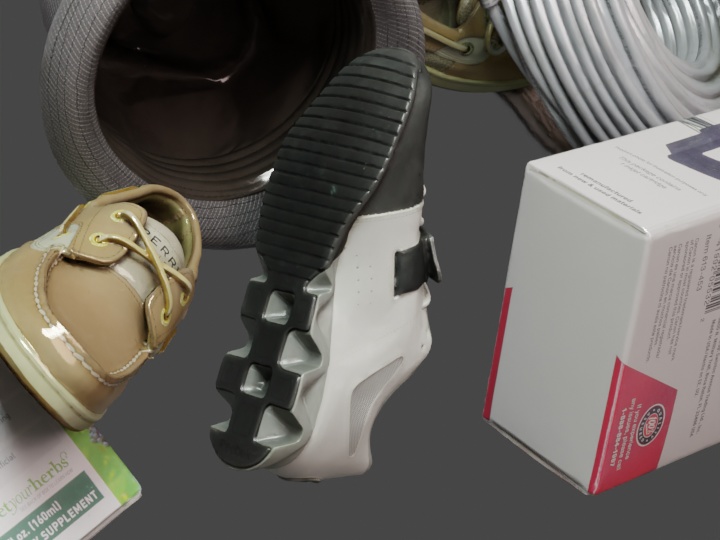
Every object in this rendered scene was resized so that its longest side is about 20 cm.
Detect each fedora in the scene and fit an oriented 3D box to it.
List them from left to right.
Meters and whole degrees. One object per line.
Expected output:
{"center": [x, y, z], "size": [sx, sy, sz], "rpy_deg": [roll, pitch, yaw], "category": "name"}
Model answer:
{"center": [-0.073, -0.109, 0.916], "size": [0.199, 0.177, 0.090], "rpy_deg": [23, 17, -48], "category": "fedora"}

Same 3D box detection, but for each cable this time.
{"center": [0.142, -0.142, 1.068], "size": [0.201, 0.069, 0.200], "rpy_deg": [60, 33, -13], "category": "cable"}

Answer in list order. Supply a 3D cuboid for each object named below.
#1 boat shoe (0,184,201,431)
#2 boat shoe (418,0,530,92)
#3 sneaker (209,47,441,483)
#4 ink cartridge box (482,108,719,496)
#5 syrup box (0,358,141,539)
{"center": [-0.102, 0.003, 0.804], "size": [0.074, 0.066, 0.200], "rpy_deg": [52, 9, -13], "category": "boat shoe"}
{"center": [0.030, -0.150, 1.038], "size": [0.199, 0.063, 0.074], "rpy_deg": [19, 57, -26], "category": "boat shoe"}
{"center": [0.000, 0.000, 0.914], "size": [0.088, 0.074, 0.202], "rpy_deg": [18, 92, -40], "category": "sneaker"}
{"center": [0.167, 0.006, 0.991], "size": [0.199, 0.146, 0.084], "rpy_deg": [-17, 37, -38], "category": "ink cartridge box"}
{"center": [-0.187, 0.042, 0.790], "size": [0.201, 0.081, 0.079], "rpy_deg": [53, 49, -1], "category": "syrup box"}
